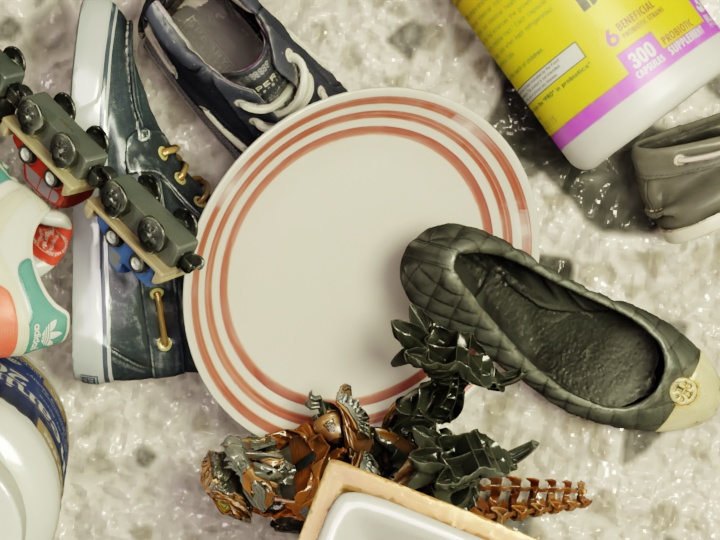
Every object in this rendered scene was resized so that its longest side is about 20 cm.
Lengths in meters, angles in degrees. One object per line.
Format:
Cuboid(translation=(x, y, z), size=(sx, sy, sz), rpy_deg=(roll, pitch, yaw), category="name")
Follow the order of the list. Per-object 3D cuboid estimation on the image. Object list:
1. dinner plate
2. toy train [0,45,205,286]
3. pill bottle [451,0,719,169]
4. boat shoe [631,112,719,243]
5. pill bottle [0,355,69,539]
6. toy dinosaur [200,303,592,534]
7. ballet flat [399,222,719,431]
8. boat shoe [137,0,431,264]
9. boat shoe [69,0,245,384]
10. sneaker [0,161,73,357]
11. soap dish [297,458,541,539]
Cuboid(translation=(0.000, 0.000, 1.204), size=(0.199, 0.024, 0.201), rpy_deg=(-8, 112, -21), category="dinner plate")
Cuboid(translation=(-0.150, -0.056, 1.165), size=(0.200, 0.034, 0.046), rpy_deg=(42, 125, 23), category="toy train")
Cuboid(translation=(0.097, -0.159, 1.213), size=(0.104, 0.104, 0.200), rpy_deg=(-37, 88, -3), category="pill bottle")
Cuboid(translation=(0.236, -0.082, 1.229), size=(0.199, 0.067, 0.057), rpy_deg=(-28, 104, -1), category="boat shoe")
Cuboid(translation=(-0.199, 0.102, 1.133), size=(0.110, 0.200, 0.112), rpy_deg=(-1, 99, -5), category="pill bottle")
Cuboid(translation=(0.023, 0.098, 1.200), size=(0.199, 0.136, 0.102), rpy_deg=(-9, 57, -35), category="toy dinosaur")
Cuboid(translation=(0.106, 0.036, 1.206), size=(0.199, 0.057, 0.067), rpy_deg=(25, 89, -22), category="ballet flat")
Cuboid(translation=(-0.039, -0.078, 1.209), size=(0.200, 0.093, 0.075), rpy_deg=(42, 86, 0), category="boat shoe")
Cuboid(translation=(-0.106, -0.042, 1.222), size=(0.090, 0.071, 0.202), rpy_deg=(-1, 92, -6), category="boat shoe")
Cuboid(translation=(-0.199, -0.029, 1.190), size=(0.093, 0.071, 0.200), rpy_deg=(3, 43, -23), category="sneaker")
Cuboid(translation=(0.023, 0.209, 1.084), size=(0.157, 0.081, 0.201), rpy_deg=(21, 85, 1), category="soap dish")
